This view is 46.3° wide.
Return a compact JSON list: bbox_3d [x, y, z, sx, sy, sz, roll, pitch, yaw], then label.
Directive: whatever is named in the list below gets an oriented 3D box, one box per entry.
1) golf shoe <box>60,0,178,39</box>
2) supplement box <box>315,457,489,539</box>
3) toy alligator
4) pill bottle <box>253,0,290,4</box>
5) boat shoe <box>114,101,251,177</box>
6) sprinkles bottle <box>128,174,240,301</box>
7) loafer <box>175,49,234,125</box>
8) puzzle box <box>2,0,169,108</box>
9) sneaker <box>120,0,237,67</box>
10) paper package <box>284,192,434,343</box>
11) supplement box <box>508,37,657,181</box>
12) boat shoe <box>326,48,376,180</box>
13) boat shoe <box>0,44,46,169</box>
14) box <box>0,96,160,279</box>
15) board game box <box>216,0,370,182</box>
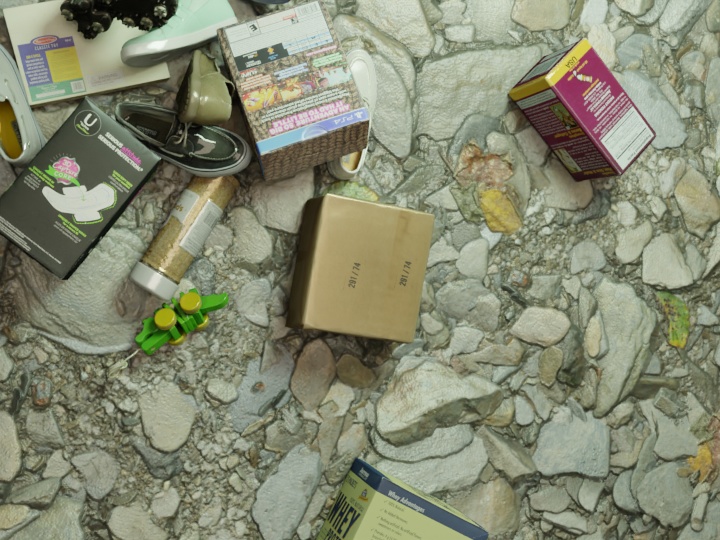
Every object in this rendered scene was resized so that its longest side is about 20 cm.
[{"bbox_3d":[-0.307,-0.362,1.091,0.077,0.198,0.089,51,54,-46],"label":"golf shoe"},{"bbox_3d":[0.048,0.425,1.258,0.199,0.134,0.201,30,82,-16],"label":"supplement box"},{"bbox_3d":[-0.282,0.077,1.196,0.199,0.060,0.054,-34,58,-14],"label":"toy alligator"},{"bbox_3d":[-0.126,-0.494,1.210,0.110,0.111,0.203,5,88,-18],"label":"pill bottle"},{"bbox_3d":[-0.249,-0.181,1.154,0.198,0.071,0.073,13,75,7],"label":"boat shoe"},{"bbox_3d":[-0.249,-0.057,1.195,0.068,0.068,0.201,33,80,-15],"label":"sprinkles bottle"},{"bbox_3d":[-0.211,-0.241,1.149,0.067,0.201,0.076,20,117,-19],"label":"loafer"},{"bbox_3d":[-0.380,-0.313,1.174,0.198,0.025,0.135,-15,95,-17],"label":"puzzle box"},{"bbox_3d":[-0.270,-0.359,1.161,0.200,0.073,0.119,-38,107,-41],"label":"sneaker"},{"bbox_3d":[0.000,0.000,1.257,0.189,0.103,0.203,10,87,-19],"label":"paper package"},{"bbox_3d":[0.356,-0.253,1.356,0.103,0.131,0.200,-44,103,-13],"label":"supplement box"},{"bbox_3d":[-0.009,-0.239,1.270,0.070,0.070,0.202,11,87,-17],"label":"boat shoe"},{"bbox_3d":[-0.484,-0.227,1.096,0.074,0.086,0.204,-23,91,3],"label":"boat shoe"},{"bbox_3d":[-0.375,-0.103,1.111,0.124,0.148,0.201,40,80,-12],"label":"box"},{"bbox_3d":[-0.094,-0.254,1.184,0.158,0.097,0.202,-18,76,-7],"label":"board game box"}]
